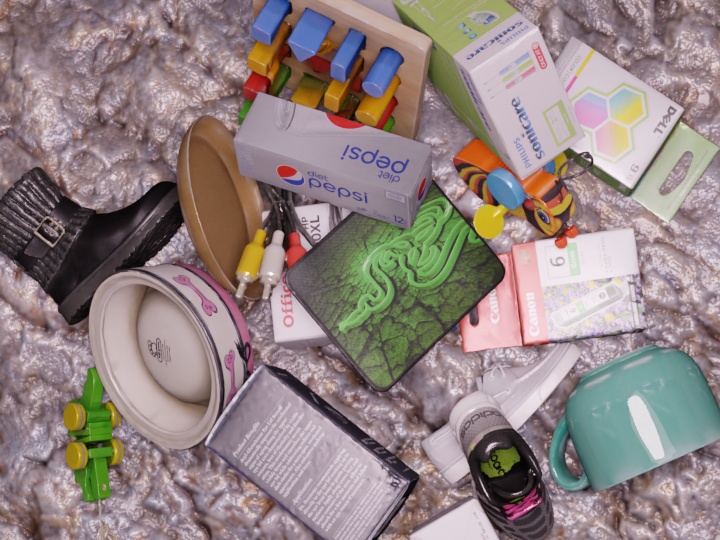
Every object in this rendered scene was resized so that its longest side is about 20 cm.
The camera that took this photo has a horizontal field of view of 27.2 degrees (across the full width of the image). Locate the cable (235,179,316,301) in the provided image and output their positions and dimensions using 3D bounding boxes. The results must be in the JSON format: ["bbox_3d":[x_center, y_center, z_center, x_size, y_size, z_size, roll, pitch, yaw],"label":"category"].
[{"bbox_3d":[-0.080,-0.058,1.552,0.096,0.050,0.203,2,70,-3],"label":"cable"}]

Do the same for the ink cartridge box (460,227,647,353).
[{"bbox_3d":[0.202,0.023,1.599,0.197,0.050,0.111,-8,83,4],"label":"ink cartridge box"}]

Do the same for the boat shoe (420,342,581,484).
[{"bbox_3d":[0.148,0.139,1.589,0.200,0.072,0.069,-44,84,10],"label":"boat shoe"}]

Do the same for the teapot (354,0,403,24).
[{"bbox_3d":[0.012,-0.343,1.612,0.197,0.146,0.200,-11,123,-19],"label":"teapot"}]

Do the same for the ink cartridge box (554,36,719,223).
[{"bbox_3d":[0.280,-0.151,1.604,0.199,0.059,0.104,35,88,8],"label":"ink cartridge box"}]

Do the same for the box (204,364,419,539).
[{"bbox_3d":[-0.047,0.199,1.559,0.199,0.148,0.105,37,89,9],"label":"box"}]

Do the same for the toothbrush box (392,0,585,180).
[{"bbox_3d":[0.130,-0.209,1.532,0.086,0.200,0.146,-33,127,-2],"label":"toothbrush box"}]

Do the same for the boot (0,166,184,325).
[{"bbox_3d":[-0.303,-0.063,1.645,0.211,0.079,0.158,-42,82,1],"label":"boot"}]

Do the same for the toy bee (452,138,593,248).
[{"bbox_3d":[0.178,-0.072,1.567,0.130,0.200,0.109,-30,118,-2],"label":"toy bee"}]

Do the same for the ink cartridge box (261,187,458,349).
[{"bbox_3d":[0.000,0.000,1.605,0.197,0.084,0.147,-7,81,6],"label":"ink cartridge box"}]

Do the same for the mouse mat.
[{"bbox_3d":[0.038,0.005,1.534,0.200,0.008,0.161,-42,93,-19],"label":"mouse mat"}]

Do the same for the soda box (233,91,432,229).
[{"bbox_3d":[-0.027,-0.114,1.526,0.198,0.064,0.069,19,61,15],"label":"soda box"}]

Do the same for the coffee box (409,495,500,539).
[{"bbox_3d":[0.109,0.297,1.506,0.079,0.200,0.114,-29,81,-1],"label":"coffee box"}]

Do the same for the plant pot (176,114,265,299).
[{"bbox_3d":[-0.147,-0.064,1.573,0.027,0.200,0.203,-16,83,16],"label":"plant pot"}]

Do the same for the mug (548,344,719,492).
[{"bbox_3d":[0.272,0.152,1.528,0.183,0.152,0.116,-23,79,3],"label":"mug"}]

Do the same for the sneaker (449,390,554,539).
[{"bbox_3d":[0.153,0.220,1.526,0.073,0.088,0.201,-27,122,0],"label":"sneaker"}]

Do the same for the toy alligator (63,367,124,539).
[{"bbox_3d":[-0.298,0.209,1.634,0.054,0.059,0.203,-10,83,47],"label":"toy alligator"}]

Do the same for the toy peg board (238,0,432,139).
[{"bbox_3d":[-0.040,-0.195,1.561,0.198,0.200,0.099,26,68,8],"label":"toy peg board"}]

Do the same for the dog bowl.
[{"bbox_3d":[-0.196,0.083,1.579,0.198,0.073,0.203,18,120,34],"label":"dog bowl"}]
